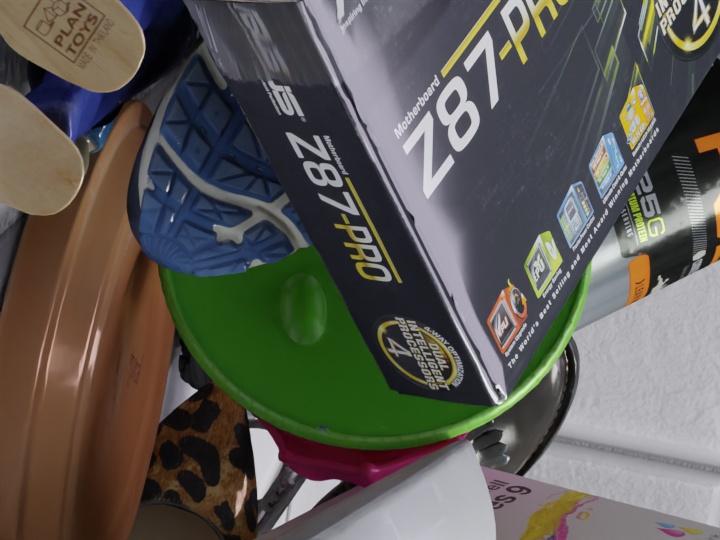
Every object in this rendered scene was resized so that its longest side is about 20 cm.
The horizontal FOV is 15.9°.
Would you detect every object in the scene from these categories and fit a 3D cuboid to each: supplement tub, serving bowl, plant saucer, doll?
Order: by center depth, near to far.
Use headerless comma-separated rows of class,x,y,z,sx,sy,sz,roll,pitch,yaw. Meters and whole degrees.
doll,-0.070,-0.083,0.773,0.137,0.048,0.200,-61,-177,18
serving bowl,-0.036,0.131,0.823,0.066,0.199,0.200,61,4,3
plant saucer,-0.094,0.040,0.898,0.200,0.032,0.202,11,90,-86
supplement tub,0.125,-0.062,1.044,0.123,0.199,0.123,60,-10,18

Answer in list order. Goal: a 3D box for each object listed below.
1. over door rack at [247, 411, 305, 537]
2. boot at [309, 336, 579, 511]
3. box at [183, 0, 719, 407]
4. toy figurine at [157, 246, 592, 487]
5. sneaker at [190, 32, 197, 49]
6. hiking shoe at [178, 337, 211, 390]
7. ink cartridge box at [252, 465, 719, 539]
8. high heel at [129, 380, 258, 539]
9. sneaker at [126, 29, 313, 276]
over door rack,-0.083,0.147,1.118,0.148,0.066,0.201,-16,130,-85
boot,0.018,0.113,1.136,0.200,0.069,0.174,-50,180,17
box,0.043,-0.085,0.791,0.200,0.049,0.162,-54,132,-32
toy figurine,0.000,0.000,0.966,0.184,0.149,0.202,95,-10,-67
sneaker,-0.035,-0.119,1.146,0.075,0.087,0.200,-54,163,22
hiking shoe,-0.025,0.005,1.205,0.200,0.100,0.076,-68,167,-66
ink cartridge box,0.061,0.146,0.956,0.145,0.199,0.088,-20,114,-49
high heel,-0.075,0.135,0.955,0.143,0.071,0.201,170,-59,-82
sneaker,-0.017,-0.077,0.839,0.201,0.077,0.085,-57,-159,-23
